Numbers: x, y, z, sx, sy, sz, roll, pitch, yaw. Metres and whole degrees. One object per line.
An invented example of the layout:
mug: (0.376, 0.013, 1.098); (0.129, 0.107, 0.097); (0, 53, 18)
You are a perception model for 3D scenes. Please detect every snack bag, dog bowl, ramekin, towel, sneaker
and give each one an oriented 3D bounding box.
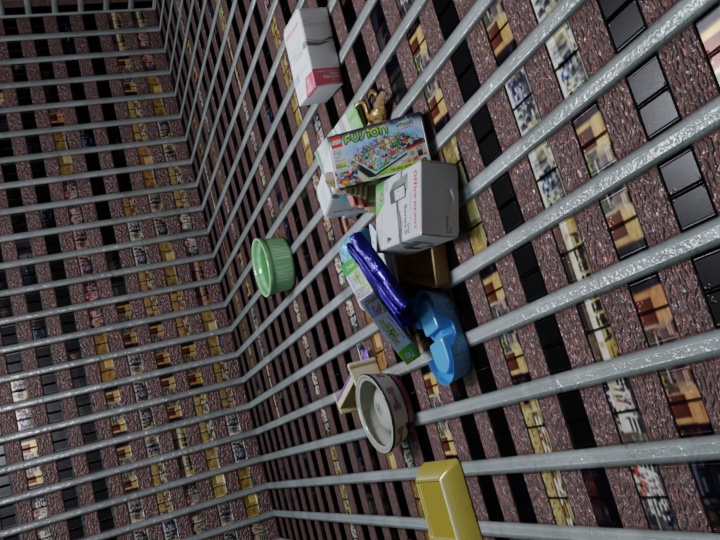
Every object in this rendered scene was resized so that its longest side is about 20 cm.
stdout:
snack bag: (0.061, 0.007, 1.718); (0.189, 0.021, 0.202); (-121, 18, -69)
dog bowl: (0.169, 0.133, 1.555); (0.112, 0.049, 0.202); (128, 127, -62)
dog bowl: (0.063, 0.346, 1.874); (0.200, 0.073, 0.202); (43, 140, 51)
ramekin: (-0.292, -0.017, 2.554); (0.200, 0.097, 0.202); (168, 90, -68)
towel: (-0.034, -0.285, 1.830); (0.200, 0.030, 0.150); (-42, 61, 46)
sneaker: (0.000, 0.000, 1.874); (0.130, 0.079, 0.202); (175, 94, -66)
towel: (0.042, 0.024, 1.569); (0.201, 0.049, 0.148); (55, 176, 22)

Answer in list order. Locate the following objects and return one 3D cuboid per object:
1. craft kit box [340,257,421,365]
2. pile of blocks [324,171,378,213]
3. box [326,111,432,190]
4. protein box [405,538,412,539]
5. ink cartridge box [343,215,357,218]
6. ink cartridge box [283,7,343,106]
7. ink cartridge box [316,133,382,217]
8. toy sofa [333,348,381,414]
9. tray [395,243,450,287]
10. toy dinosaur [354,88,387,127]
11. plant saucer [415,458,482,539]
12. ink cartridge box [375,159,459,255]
craft kit box: (0.043, 0.086, 1.676); (0.198, 0.048, 0.200); (56, -178, -25)
pile of blocks: (0.009, -0.145, 1.616); (0.082, 0.198, 0.063); (-49, 29, 49)
box: (0.038, -0.239, 1.521); (0.035, 0.198, 0.111); (-1, -102, -76)
protein box: (0.126, 0.795, 1.862); (0.200, 0.134, 0.201); (155, 103, -68)
ink cartridge box: (-0.032, -0.252, 1.869); (0.201, 0.047, 0.161); (110, 142, -55)
ink cartridge box: (-0.121, -0.537, 1.903); (0.145, 0.084, 0.202); (159, 97, -68)
ink cartridge box: (-0.006, -0.214, 1.689); (0.200, 0.144, 0.084); (116, 139, -56)
toy sofa: (-0.014, 0.300, 2.040); (0.201, 0.082, 0.098); (113, 140, -54)
tray: (0.124, -0.023, 1.609); (0.200, 0.037, 0.100); (-170, 71, -66)
toy dinosaur: (0.040, -0.352, 1.651); (0.106, 0.060, 0.201); (53, 159, 25)
plant saucer: (0.188, 0.534, 1.702); (0.200, 0.048, 0.202); (139, 118, -65)
ink cartridge box: (0.107, -0.119, 1.487); (0.200, 0.083, 0.147); (159, 113, -64)
